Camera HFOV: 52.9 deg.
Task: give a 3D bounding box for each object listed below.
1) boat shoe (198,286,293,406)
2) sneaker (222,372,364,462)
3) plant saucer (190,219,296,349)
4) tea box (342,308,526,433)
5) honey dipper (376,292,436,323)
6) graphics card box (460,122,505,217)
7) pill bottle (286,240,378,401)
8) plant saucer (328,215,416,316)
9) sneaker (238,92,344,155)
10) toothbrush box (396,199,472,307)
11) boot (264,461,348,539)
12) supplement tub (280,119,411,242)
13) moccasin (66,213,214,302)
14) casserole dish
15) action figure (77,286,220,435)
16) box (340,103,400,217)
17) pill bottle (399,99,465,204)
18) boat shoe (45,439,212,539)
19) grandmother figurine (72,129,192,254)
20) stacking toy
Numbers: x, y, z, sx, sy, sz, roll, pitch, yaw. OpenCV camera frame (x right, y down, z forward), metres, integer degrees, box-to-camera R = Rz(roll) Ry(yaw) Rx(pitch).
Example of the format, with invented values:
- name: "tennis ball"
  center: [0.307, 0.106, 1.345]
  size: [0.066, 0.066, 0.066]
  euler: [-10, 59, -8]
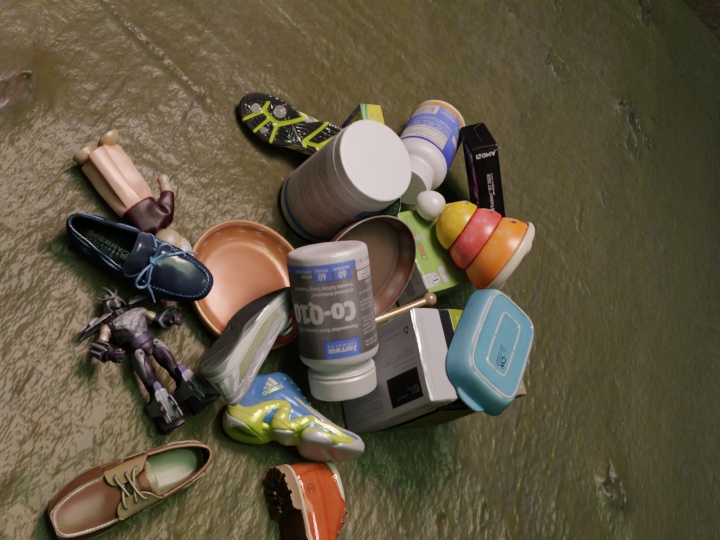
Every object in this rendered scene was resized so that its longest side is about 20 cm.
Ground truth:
- name: "boat shoe"
  center: [-0.140, 0.092, 0.961]
  size: [0.065, 0.074, 0.202]
  euler: [60, 30, -20]
- name: "sneaker"
  center: [-0.084, 0.192, 0.990]
  size: [0.198, 0.076, 0.106]
  euler: [18, 51, -15]
- name: "plant saucer"
  center: [-0.164, 0.024, 1.054]
  size: [0.199, 0.037, 0.202]
  euler: [17, 59, -30]
- name: "tea box"
  center: [0.101, 0.153, 1.086]
  size: [0.195, 0.200, 0.135]
  euler: [5, 64, -37]
- name: "honey dipper"
  center: [0.035, 0.076, 1.140]
  size: [0.198, 0.038, 0.038]
  euler: [-19, 80, -22]
- name: "graphics card box"
  center: [0.231, -0.159, 1.345]
  size: [0.126, 0.050, 0.202]
  euler: [-95, 174, -59]
- name: "pill bottle"
  center: [-0.035, 0.068, 0.995]
  size: [0.113, 0.113, 0.202]
  euler: [-16, 104, -42]
- name: "plant saucer"
  center: [0.000, 0.000, 1.120]
  size: [0.199, 0.202, 0.034]
  euler: [-7, 33, -40]
- name: "sneaker"
  center: [-0.112, -0.230, 1.207]
  size: [0.198, 0.076, 0.076]
  euler: [25, 88, -8]
- name: "toothbrush box"
  center: [0.135, -0.032, 1.282]
  size: [0.199, 0.086, 0.147]
  euler: [-15, 79, -41]
- name: "boot"
  center: [-0.050, 0.351, 0.958]
  size: [0.107, 0.075, 0.202]
  euler: [1, 67, -43]
- name: "supplement tub"
  center: [-0.028, -0.132, 1.120]
  size: [0.131, 0.199, 0.133]
  euler: [10, 70, -30]
- name: "moccasin"
  center: [-0.285, -0.012, 0.918]
  size: [0.198, 0.068, 0.081]
  euler: [20, 77, -2]
- name: "casserole dish"
  center: [0.190, 0.108, 1.017]
  size: [0.121, 0.039, 0.201]
  euler: [42, 50, -14]
- name: "action figure"
  center: [-0.267, 0.102, 0.915]
  size: [0.130, 0.069, 0.201]
  euler: [-34, 88, -38]
- name: "box"
  center: [0.009, -0.164, 1.228]
  size: [0.048, 0.117, 0.202]
  euler: [-3, 70, -30]
- name: "pill bottle"
  center: [0.117, -0.216, 1.343]
  size: [0.112, 0.112, 0.201]
  euler: [40, 50, -15]
- name: "boat shoe"
  center: [-0.261, 0.245, 0.841]
  size: [0.199, 0.074, 0.076]
  euler: [-21, 82, -42]
- name: "grandmother figurine"
  center: [-0.303, -0.085, 0.981]
  size: [0.121, 0.061, 0.201]
  euler: [-40, 92, -10]
- name: "stacking toy"
  center: [0.176, -0.066, 1.206]
  size: [0.199, 0.146, 0.147]
  euler: [35, 49, 0]
